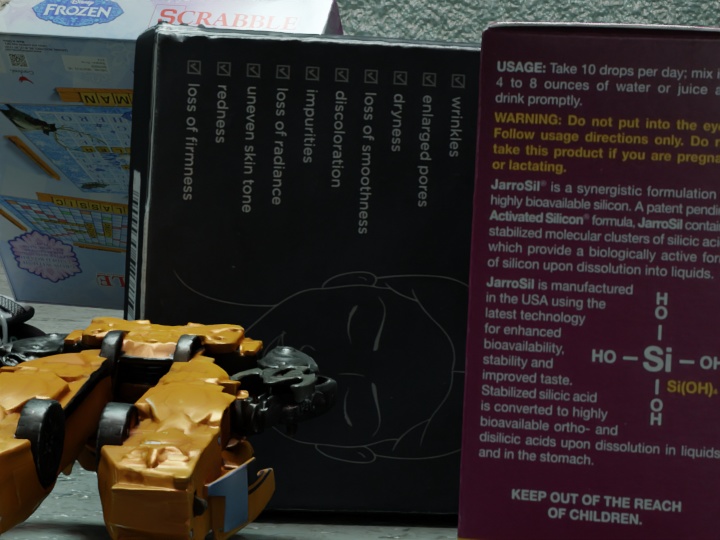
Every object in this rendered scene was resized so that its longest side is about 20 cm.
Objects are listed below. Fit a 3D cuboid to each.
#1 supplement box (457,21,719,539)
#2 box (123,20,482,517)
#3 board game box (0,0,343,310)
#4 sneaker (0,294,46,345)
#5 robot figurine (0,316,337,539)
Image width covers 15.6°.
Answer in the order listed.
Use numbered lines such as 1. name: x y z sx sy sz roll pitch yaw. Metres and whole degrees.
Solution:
1. supplement box: 0.099 0.013 0.959 0.103 0.200 0.131 3 3 15
2. box: 0.000 0.000 1.124 0.196 0.200 0.124 3 3 -8
3. board game box: -0.096 -0.055 1.283 0.200 0.041 0.200 5 -40 14
4. sneaker: -0.197 0.044 1.350 0.140 0.078 0.200 14 10 -27
5. robot figurine: -0.089 0.061 0.956 0.145 0.058 0.200 4 12 9
